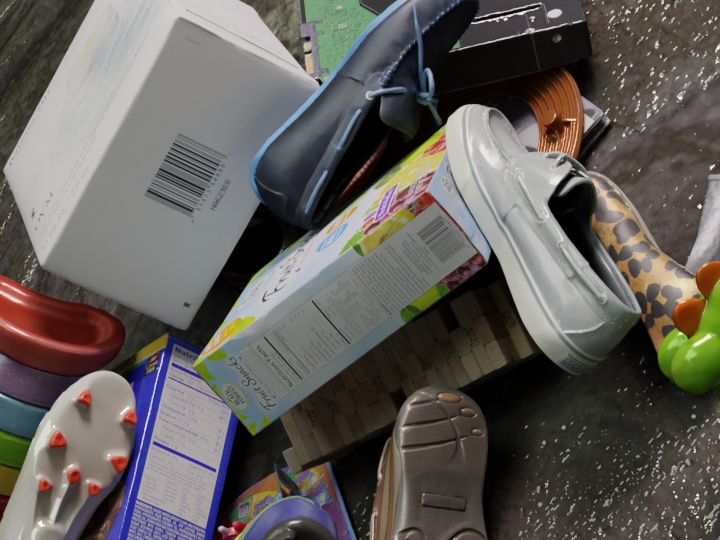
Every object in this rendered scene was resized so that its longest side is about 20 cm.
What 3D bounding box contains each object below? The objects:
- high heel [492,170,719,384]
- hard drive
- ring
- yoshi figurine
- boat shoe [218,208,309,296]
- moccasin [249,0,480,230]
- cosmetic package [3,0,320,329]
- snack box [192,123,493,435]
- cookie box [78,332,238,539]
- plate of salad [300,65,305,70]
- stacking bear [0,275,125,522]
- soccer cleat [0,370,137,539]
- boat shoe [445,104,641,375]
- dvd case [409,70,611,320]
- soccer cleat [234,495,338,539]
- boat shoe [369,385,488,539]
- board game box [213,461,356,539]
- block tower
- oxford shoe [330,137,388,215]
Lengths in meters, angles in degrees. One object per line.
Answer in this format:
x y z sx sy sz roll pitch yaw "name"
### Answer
0.144 0.011 1.384 0.200 0.071 0.143 -6 52 37 "high heel"
0.058 -0.177 1.589 0.200 0.038 0.140 -13 36 3 "hard drive"
0.071 -0.072 1.556 0.200 0.019 0.201 -29 43 30 "ring"
0.264 0.018 1.254 0.200 0.112 0.112 -36 77 -1 "yoshi figurine"
-0.071 -0.019 1.635 0.075 0.073 0.200 -60 27 -10 "boat shoe"
0.016 -0.107 1.486 0.200 0.080 0.068 -49 63 7 "moccasin"
-0.148 -0.099 1.583 0.200 0.123 0.200 -60 24 11 "cosmetic package"
0.000 0.000 1.445 0.200 0.068 0.169 -39 9 21 "snack box"
-0.171 0.168 1.572 0.171 0.075 0.200 -33 37 46 "cookie box"
-0.102 -0.083 1.698 0.200 0.048 0.200 -50 6 7 "plate of salad"
-0.258 0.121 1.580 0.114 0.121 0.200 -114 45 -70 "stacking bear"
-0.210 0.160 1.492 0.078 0.069 0.200 -4 64 62 "soccer cleat"
0.117 -0.033 1.357 0.071 0.070 0.201 -39 55 24 "boat shoe"
0.074 -0.059 1.572 0.200 0.016 0.149 -50 35 3 "dvd case"
-0.082 0.218 1.317 0.200 0.065 0.084 -51 12 9 "soccer cleat"
0.039 0.174 1.375 0.072 0.076 0.200 133 149 -65 "boat shoe"
-0.074 0.211 1.482 0.158 0.039 0.200 -41 37 15 "board game box"
0.029 0.068 1.453 0.200 0.054 0.058 -31 79 33 "block tower"
-0.018 -0.103 1.618 0.071 0.074 0.200 -54 8 39 "oxford shoe"
